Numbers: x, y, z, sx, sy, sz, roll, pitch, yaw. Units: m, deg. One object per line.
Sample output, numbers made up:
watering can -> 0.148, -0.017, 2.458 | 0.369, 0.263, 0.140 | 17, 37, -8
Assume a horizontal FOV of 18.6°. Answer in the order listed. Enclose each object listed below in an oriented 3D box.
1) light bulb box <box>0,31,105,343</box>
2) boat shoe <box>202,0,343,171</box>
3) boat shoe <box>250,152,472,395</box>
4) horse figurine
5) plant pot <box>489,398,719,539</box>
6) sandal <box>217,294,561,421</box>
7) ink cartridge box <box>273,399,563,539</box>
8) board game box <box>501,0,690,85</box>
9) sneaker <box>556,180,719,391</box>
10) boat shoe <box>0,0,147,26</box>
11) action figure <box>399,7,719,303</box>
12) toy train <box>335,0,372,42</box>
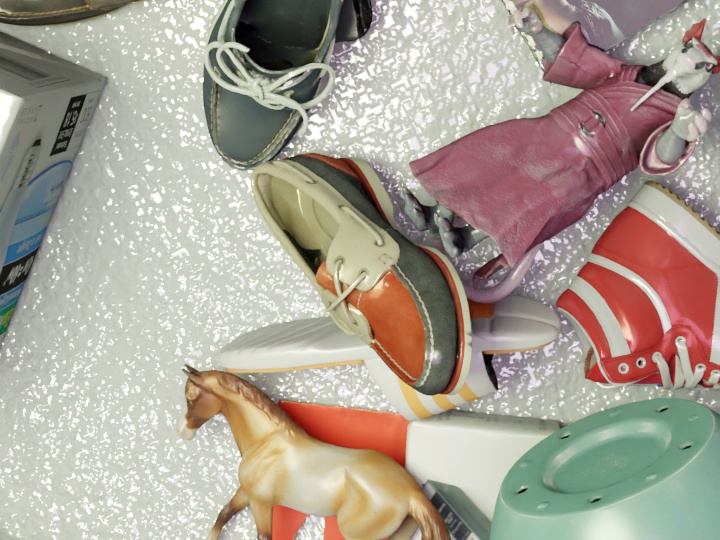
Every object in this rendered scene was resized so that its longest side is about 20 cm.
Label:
light bulb box -> -0.254, -0.035, 1.231 | 0.124, 0.198, 0.201 | 24, 101, 3
boat shoe -> -0.046, -0.127, 1.229 | 0.075, 0.062, 0.200 | 20, 130, -9
boat shoe -> 0.000, 0.000, 1.218 | 0.062, 0.200, 0.071 | 3, 125, -30
horse figurine -> -0.022, 0.142, 1.282 | 0.199, 0.050, 0.133 | 19, 108, 21
plant pot -> 0.160, 0.169, 1.205 | 0.200, 0.201, 0.161 | -22, 107, 8
sandal -> 0.020, 0.056, 1.283 | 0.206, 0.079, 0.059 | -6, 105, 18
ink cartridge box -> 0.028, 0.182, 1.314 | 0.173, 0.044, 0.201 | 5, 99, 4
board game box -> 0.160, -0.214, 1.251 | 0.200, 0.028, 0.136 | -31, 93, 9
sneaker -> 0.202, 0.055, 1.255 | 0.200, 0.071, 0.113 | 42, 86, 6
boat shoe -> -0.132, -0.189, 1.260 | 0.199, 0.073, 0.075 | -17, 96, 8
action figure -> 0.128, -0.063, 1.219 | 0.200, 0.149, 0.134 | -32, 54, -5
toy train -> -0.018, -0.231, 1.258 | 0.034, 0.046, 0.201 | -6, 100, 13
